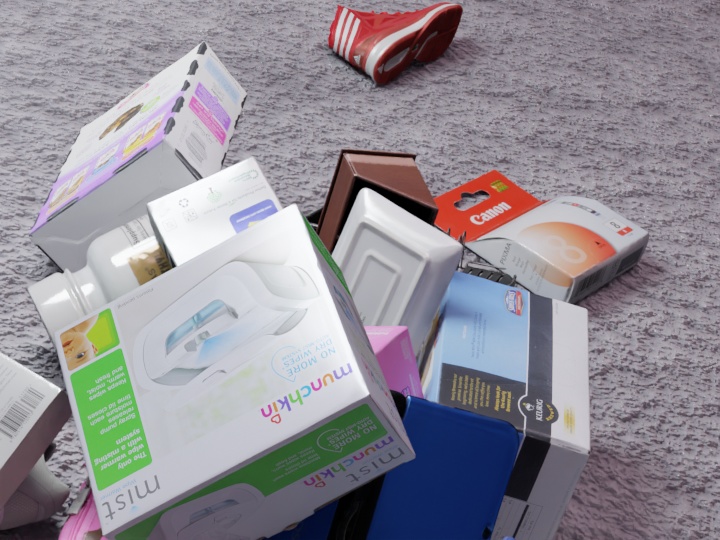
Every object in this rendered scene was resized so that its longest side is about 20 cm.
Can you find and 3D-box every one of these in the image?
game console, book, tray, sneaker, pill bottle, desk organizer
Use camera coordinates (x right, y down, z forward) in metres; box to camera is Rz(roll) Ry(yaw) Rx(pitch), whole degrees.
[{"bbox_3d":[-0.005,0.178,1.205,0.169,0.202,0.118,19,2,32],"label":"game console"},{"bbox_3d":[-0.316,0.101,1.189,0.199,0.048,0.134,26,71,31],"label":"book"},{"bbox_3d":[0.001,0.043,1.380,0.107,0.202,0.022,31,18,22],"label":"tray"},{"bbox_3d":[0.035,-0.302,2.011,0.115,0.079,0.199,33,35,20],"label":"sneaker"},{"bbox_3d":[-0.284,0.121,1.261,0.091,0.076,0.201,1,43,-36],"label":"sneaker"},{"bbox_3d":[-0.167,0.012,1.373,0.198,0.115,0.115,-26,46,-11],"label":"pill bottle"},{"bbox_3d":[0.000,0.000,1.442,0.071,0.202,0.077,2,37,-23],"label":"desk organizer"}]

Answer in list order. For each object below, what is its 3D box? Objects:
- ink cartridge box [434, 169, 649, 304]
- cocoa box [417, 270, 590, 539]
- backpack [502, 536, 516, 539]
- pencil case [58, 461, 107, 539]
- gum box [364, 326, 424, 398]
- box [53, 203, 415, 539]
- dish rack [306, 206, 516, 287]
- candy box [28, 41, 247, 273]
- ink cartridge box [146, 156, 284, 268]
[{"bbox_3d":[0.183,-0.051,1.740,0.199,0.051,0.162,38,38,22],"label":"ink cartridge box"},{"bbox_3d":[0.110,0.119,1.379,0.130,0.134,0.201,16,33,-3],"label":"cocoa box"},{"bbox_3d":[0.073,0.275,1.074,0.146,0.202,0.183,27,35,14],"label":"backpack"},{"bbox_3d":[-0.180,0.220,1.136,0.090,0.094,0.201,-19,28,16],"label":"pencil case"},{"bbox_3d":[-0.065,0.097,1.317,0.198,0.067,0.113,-2,21,33],"label":"gum box"},{"bbox_3d":[-0.088,0.086,1.129,0.198,0.097,0.178,-27,51,6],"label":"box"},{"bbox_3d":[0.049,-0.015,1.565,0.197,0.055,0.153,11,14,12],"label":"dish rack"},{"bbox_3d":[-0.200,-0.101,1.519,0.072,0.167,0.201,48,26,-22],"label":"candy box"},{"bbox_3d":[-0.083,0.013,1.283,0.099,0.039,0.201,-23,62,-12],"label":"ink cartridge box"}]
